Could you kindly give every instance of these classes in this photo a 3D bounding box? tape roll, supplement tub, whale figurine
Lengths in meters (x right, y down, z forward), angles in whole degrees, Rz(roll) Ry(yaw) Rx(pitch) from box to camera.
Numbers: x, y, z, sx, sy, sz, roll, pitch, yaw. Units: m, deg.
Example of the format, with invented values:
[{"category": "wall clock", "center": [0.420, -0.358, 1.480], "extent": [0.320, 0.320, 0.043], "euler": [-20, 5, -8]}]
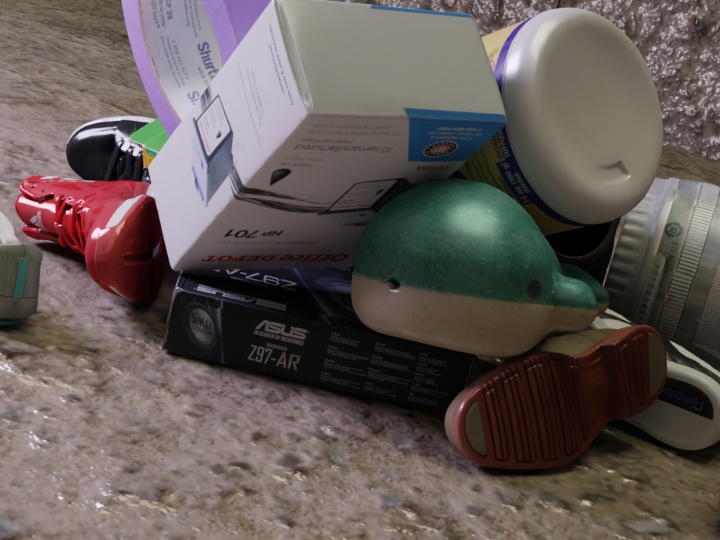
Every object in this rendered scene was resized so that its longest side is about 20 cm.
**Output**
[{"category": "tape roll", "center": [-0.103, -0.169, 0.995], "extent": [0.066, 0.200, 0.200], "euler": [-22, 31, -25]}, {"category": "supplement tub", "center": [0.093, -0.089, 0.961], "extent": [0.145, 0.146, 0.200], "euler": [3, -11, -40]}, {"category": "whale figurine", "center": [0.084, -0.004, 0.877], "extent": [0.159, 0.104, 0.200], "euler": [11, 6, 41]}]

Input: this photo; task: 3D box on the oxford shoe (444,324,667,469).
[{"category": "oxford shoe", "center": [0.114, 0.082, 0.879], "extent": [0.200, 0.071, 0.075], "euler": [-11, 6, -44]}]

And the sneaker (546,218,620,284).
[{"category": "sneaker", "center": [0.175, -0.064, 1.059], "extent": [0.071, 0.200, 0.099], "euler": [10, -26, 7]}]

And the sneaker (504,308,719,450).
[{"category": "sneaker", "center": [0.192, 0.067, 1.008], "extent": [0.200, 0.073, 0.112], "euler": [32, 17, 28]}]

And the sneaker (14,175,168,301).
[{"category": "sneaker", "center": [-0.199, -0.024, 0.983], "extent": [0.115, 0.079, 0.200], "euler": [2, 8, 2]}]

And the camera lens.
[{"category": "camera lens", "center": [0.297, 0.021, 1.088], "extent": [0.200, 0.160, 0.160], "euler": [17, 14, 11]}]

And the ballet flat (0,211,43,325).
[{"category": "ballet flat", "center": [-0.268, -0.027, 0.892], "extent": [0.200, 0.064, 0.067], "euler": [26, 18, 40]}]

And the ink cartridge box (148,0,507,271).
[{"category": "ink cartridge box", "center": [-0.027, -0.079, 0.868], "extent": [0.146, 0.200, 0.086], "euler": [-2, 64, -33]}]

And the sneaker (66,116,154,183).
[{"category": "sneaker", "center": [-0.167, -0.077, 1.140], "extent": [0.200, 0.073, 0.112], "euler": [18, 13, 8]}]

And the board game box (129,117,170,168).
[{"category": "board game box", "center": [-0.076, -0.081, 1.066], "extent": [0.200, 0.030, 0.096], "euler": [28, 45, 23]}]

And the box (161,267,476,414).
[{"category": "box", "center": [-0.028, 0.033, 0.946], "extent": [0.200, 0.044, 0.160], "euler": [14, 15, -4]}]

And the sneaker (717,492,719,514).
[{"category": "sneaker", "center": [0.300, 0.128, 0.852], "extent": [0.090, 0.075, 0.200], "euler": [20, 15, 41]}]
